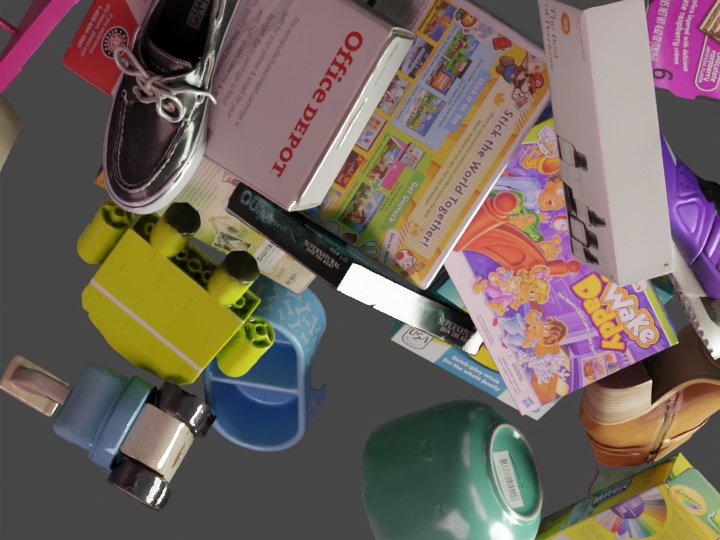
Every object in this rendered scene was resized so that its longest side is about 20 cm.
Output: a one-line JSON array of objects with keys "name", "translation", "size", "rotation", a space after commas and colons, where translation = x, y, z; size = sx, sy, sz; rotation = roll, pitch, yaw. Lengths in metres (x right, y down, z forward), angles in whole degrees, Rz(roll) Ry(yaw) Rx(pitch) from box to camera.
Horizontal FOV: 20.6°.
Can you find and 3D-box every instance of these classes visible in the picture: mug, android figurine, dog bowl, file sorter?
[{"name": "mug", "translation": [0.098, 0.200, 1.729], "size": [0.114, 0.153, 0.185], "rotation": [-22, 126, 30]}, {"name": "android figurine", "translation": [-0.159, 0.023, 1.643], "size": [0.182, 0.041, 0.200], "rotation": [38, 141, -2]}, {"name": "dog bowl", "translation": [-0.089, 0.084, 1.741], "size": [0.111, 0.050, 0.201], "rotation": [9, 137, 8]}, {"name": "file sorter", "translation": [-0.228, -0.251, 1.332], "size": [0.125, 0.201, 0.139], "rotation": [35, 134, -16]}]

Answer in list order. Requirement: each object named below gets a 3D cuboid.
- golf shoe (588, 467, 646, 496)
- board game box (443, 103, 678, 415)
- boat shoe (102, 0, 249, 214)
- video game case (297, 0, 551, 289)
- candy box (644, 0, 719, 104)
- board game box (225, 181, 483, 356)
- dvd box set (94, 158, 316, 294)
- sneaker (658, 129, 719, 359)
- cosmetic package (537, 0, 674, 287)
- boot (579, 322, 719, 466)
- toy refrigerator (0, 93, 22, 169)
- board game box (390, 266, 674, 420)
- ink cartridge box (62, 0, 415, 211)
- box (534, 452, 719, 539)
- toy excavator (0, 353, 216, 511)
[{"name": "golf shoe", "translation": [0.244, 0.252, 1.807], "size": [0.091, 0.075, 0.201], "rotation": [14, 129, 15]}, {"name": "board game box", "translation": [0.138, -0.009, 1.501], "size": [0.134, 0.045, 0.201], "rotation": [-26, 103, 11]}, {"name": "boat shoe", "translation": [-0.126, -0.132, 1.317], "size": [0.073, 0.068, 0.200], "rotation": [29, 100, 11]}, {"name": "video game case", "translation": [0.024, -0.115, 1.442], "size": [0.181, 0.023, 0.201], "rotation": [31, 105, -6]}, {"name": "candy box", "translation": [0.295, -0.175, 1.354], "size": [0.198, 0.061, 0.137], "rotation": [10, 136, 6]}, {"name": "board game box", "translation": [0.000, 0.000, 1.517], "size": [0.135, 0.028, 0.200], "rotation": [35, -175, 37]}, {"name": "dvd box set", "translation": [-0.098, -0.072, 1.596], "size": [0.199, 0.030, 0.146], "rotation": [28, 135, -14]}, {"name": "sneaker", "translation": [0.270, -0.038, 1.504], "size": [0.099, 0.070, 0.201], "rotation": [-26, 113, 6]}, {"name": "cosmetic package", "translation": [0.172, -0.097, 1.394], "size": [0.050, 0.083, 0.201], "rotation": [-16, 110, -17]}, {"name": "boot", "translation": [0.280, 0.104, 1.645], "size": [0.198, 0.074, 0.155], "rotation": [-6, 148, 3]}, {"name": "toy refrigerator", "translation": [-0.359, -0.156, 1.556], "size": [0.070, 0.076, 0.200], "rotation": [-15, 129, 29]}, {"name": "board game box", "translation": [0.139, 0.024, 1.614], "size": [0.150, 0.047, 0.200], "rotation": [28, 136, -13]}, {"name": "ink cartridge box", "translation": [-0.083, -0.154, 1.384], "size": [0.199, 0.083, 0.147], "rotation": [33, 100, 10]}, {"name": "box", "translation": [0.252, 0.234, 1.709], "size": [0.117, 0.048, 0.200], "rotation": [48, 135, -10]}, {"name": "toy excavator", "translation": [-0.236, 0.122, 1.745], "size": [0.199, 0.100, 0.195], "rotation": [30, 170, 5]}]
